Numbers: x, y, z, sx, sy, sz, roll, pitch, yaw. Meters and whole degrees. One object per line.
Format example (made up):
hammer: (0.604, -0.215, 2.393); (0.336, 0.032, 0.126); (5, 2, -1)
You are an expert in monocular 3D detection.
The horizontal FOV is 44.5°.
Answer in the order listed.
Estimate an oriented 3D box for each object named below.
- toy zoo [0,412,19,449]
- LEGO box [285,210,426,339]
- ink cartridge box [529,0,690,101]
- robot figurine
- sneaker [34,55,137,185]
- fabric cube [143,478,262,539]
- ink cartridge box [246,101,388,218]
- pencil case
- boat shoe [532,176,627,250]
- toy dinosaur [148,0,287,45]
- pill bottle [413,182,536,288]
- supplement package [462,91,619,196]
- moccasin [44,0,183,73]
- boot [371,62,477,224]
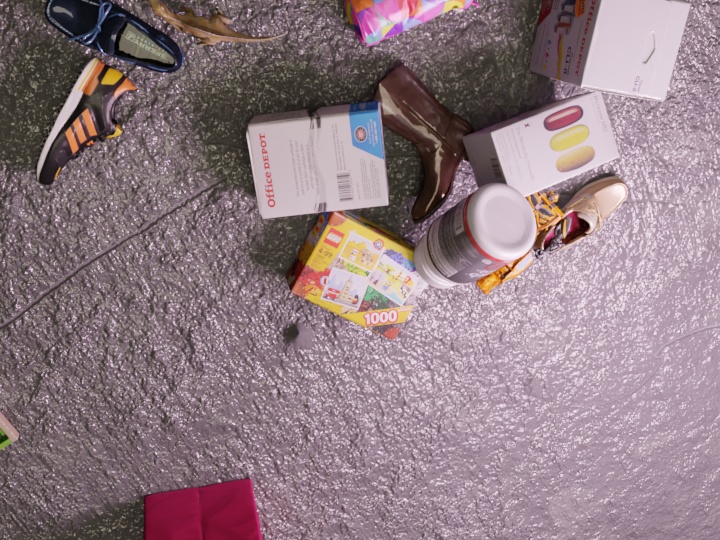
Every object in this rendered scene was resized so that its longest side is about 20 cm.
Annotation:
toy zoo: (-0.668, 0.271, 1.401); (0.199, 0.020, 0.132); (-32, 114, 0)
LEGO box: (0.000, 0.000, 1.434); (0.198, 0.077, 0.150); (25, 102, -20)
ink cartridge box: (0.369, -0.351, 1.330); (0.143, 0.200, 0.147); (5, 108, -15)
robot figurine: (0.250, -0.061, 1.453); (0.200, 0.058, 0.145); (-43, 80, 7)
sneaker: (-0.396, -0.201, 1.270); (0.089, 0.070, 0.202); (27, 99, -17)
fabric cube: (-0.260, 0.504, 1.488); (0.197, 0.200, 0.199); (-7, 112, -11)
ink cartridge box: (-0.062, -0.169, 1.333); (0.197, 0.084, 0.148); (-5, 111, 4)
pencil case: (0.076, -0.400, 1.307); (0.198, 0.088, 0.089); (-20, 113, -4)
boat shoe: (0.377, -0.086, 1.498); (0.199, 0.069, 0.074); (-34, 114, 1)
toy dinosaur: (-0.210, -0.340, 1.247); (0.198, 0.101, 0.059); (12, 106, -17)
pill bottle: (0.166, -0.045, 1.333); (0.115, 0.200, 0.117); (7, 71, -22)
supplement package: (0.280, -0.193, 1.371); (0.198, 0.109, 0.115); (-23, 100, -14)
moccasin: (-0.341, -0.338, 1.235); (0.198, 0.068, 0.081); (15, 105, -18)
boot: (0.073, -0.200, 1.386); (0.199, 0.064, 0.188); (34, 85, -25)
